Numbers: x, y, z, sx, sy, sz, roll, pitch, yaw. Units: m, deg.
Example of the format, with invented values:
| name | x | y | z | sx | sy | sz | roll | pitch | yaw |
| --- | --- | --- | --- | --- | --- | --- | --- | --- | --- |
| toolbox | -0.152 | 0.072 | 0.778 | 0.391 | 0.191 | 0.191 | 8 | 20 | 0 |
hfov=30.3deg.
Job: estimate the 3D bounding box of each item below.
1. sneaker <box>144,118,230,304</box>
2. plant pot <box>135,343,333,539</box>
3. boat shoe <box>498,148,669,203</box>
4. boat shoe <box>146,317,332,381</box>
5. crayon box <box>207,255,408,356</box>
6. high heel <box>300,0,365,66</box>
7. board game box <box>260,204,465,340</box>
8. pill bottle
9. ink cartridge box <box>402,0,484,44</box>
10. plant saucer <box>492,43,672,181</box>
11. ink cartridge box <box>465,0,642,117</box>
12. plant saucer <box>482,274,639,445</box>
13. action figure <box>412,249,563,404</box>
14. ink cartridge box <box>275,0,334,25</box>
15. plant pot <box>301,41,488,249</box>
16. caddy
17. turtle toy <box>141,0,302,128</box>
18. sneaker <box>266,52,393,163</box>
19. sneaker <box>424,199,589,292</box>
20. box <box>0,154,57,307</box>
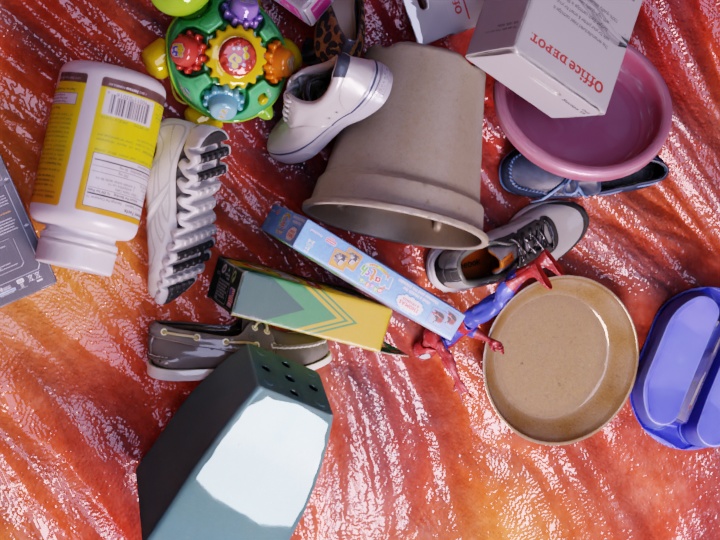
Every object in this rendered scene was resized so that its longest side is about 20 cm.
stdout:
| name | x | y | z | sx | sy | sz | roll | pitch | yaw |
| --- | --- | --- | --- | --- | --- | --- | --- | --- | --- |
| sneaker | -0.195 | -0.063 | 1.393 | 0.081 | 0.075 | 0.201 | 22 | 108 | 23 |
| plant pot | -0.121 | 0.190 | 1.371 | 0.141 | 0.142 | 0.200 | 24 | 109 | -23 |
| boat shoe | 0.258 | -0.123 | 1.520 | 0.199 | 0.069 | 0.085 | -10 | 100 | -16 |
| boat shoe | -0.128 | 0.079 | 1.426 | 0.201 | 0.072 | 0.061 | -2 | 103 | -13 |
| crayon box | -0.052 | 0.038 | 1.416 | 0.199 | 0.127 | 0.051 | 16 | 93 | -20 |
| high heel | -0.013 | -0.306 | 1.372 | 0.071 | 0.143 | 0.201 | 9 | 95 | -18 |
| board game box | 0.000 | 0.000 | 1.413 | 0.199 | 0.151 | 0.037 | 30 | 89 | -18 |
| pill bottle | -0.265 | -0.100 | 1.327 | 0.109 | 0.109 | 0.201 | 13 | 86 | -18 |
| ink cartridge box | 0.122 | -0.330 | 1.450 | 0.199 | 0.068 | 0.117 | -24 | 104 | -14 |
| plant saucer | 0.243 | -0.178 | 1.476 | 0.199 | 0.051 | 0.201 | 3 | 61 | -5 |
| ink cartridge box | 0.211 | -0.278 | 1.388 | 0.146 | 0.083 | 0.201 | 29 | 75 | -32 |
| plant saucer | 0.230 | 0.103 | 1.560 | 0.199 | 0.035 | 0.201 | -2 | 97 | -17 |
| action figure | 0.145 | 0.069 | 1.469 | 0.200 | 0.065 | 0.099 | -31 | 93 | 32 |
| ink cartridge box | -0.085 | -0.349 | 1.359 | 0.200 | 0.042 | 0.119 | 39 | 84 | 22 |
| plant pot | 0.052 | -0.134 | 1.404 | 0.199 | 0.200 | 0.185 | 13 | 83 | -18 |
| caddy | 0.405 | 0.118 | 1.583 | 0.141 | 0.105 | 0.201 | 23 | 90 | 3 |
| turtle toy | -0.148 | -0.236 | 1.361 | 0.146 | 0.101 | 0.200 | -39 | 107 | -9 |
| sneaker | -0.049 | -0.173 | 1.359 | 0.071 | 0.200 | 0.073 | 27 | 57 | -26 |
| sneaker | 0.175 | -0.023 | 1.504 | 0.199 | 0.079 | 0.074 | -22 | 102 | -15 |
| box | -0.427 | -0.021 | 1.330 | 0.199 | 0.048 | 0.159 | -25 | 104 | -14 |
